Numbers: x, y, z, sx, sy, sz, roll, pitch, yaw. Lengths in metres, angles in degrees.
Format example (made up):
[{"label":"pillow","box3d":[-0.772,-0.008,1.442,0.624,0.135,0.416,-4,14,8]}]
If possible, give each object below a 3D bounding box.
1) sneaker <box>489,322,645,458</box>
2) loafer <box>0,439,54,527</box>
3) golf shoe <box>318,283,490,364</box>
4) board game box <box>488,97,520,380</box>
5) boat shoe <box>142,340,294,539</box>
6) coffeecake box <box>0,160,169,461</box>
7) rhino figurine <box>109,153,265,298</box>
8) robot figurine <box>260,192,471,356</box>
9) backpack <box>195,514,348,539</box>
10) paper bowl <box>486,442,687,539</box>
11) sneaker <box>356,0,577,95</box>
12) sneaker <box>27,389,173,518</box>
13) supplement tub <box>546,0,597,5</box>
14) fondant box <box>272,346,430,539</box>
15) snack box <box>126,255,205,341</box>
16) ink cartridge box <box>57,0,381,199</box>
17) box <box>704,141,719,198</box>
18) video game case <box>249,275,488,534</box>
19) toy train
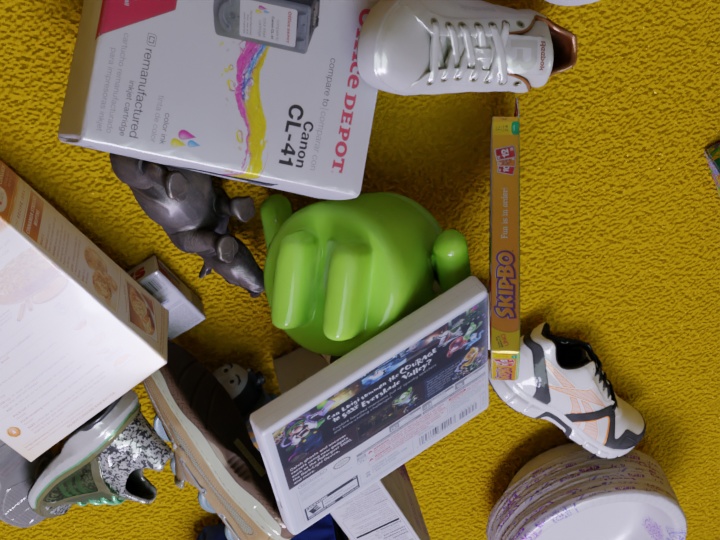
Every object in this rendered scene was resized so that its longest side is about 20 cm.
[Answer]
[{"label":"sneaker","box3d":[0.213,0.116,1.269,0.199,0.074,0.080,27,117,-34]},{"label":"loafer","box3d":[-0.317,0.162,1.171,0.072,0.063,0.201,-39,153,-15]},{"label":"golf shoe","box3d":[0.051,0.060,1.160,0.198,0.092,0.073,0,130,-18]},{"label":"board game box","box3d":[0.112,-0.024,1.027,0.030,0.202,0.096,3,164,7]},{"label":"boat shoe","box3d":[-0.132,0.155,1.115,0.076,0.201,0.072,-38,174,24]},{"label":"coffeecake box","box3d":[-0.272,0.033,1.036,0.153,0.073,0.200,-35,122,16]},{"label":"rhino figurine","box3d":[-0.124,-0.043,1.030,0.060,0.087,0.200,-53,137,-21]},{"label":"robot figurine","box3d":[0.000,0.000,1.034,0.174,0.200,0.117,9,101,22]},{"label":"backpack","box3d":[-0.080,0.345,1.303,0.166,0.201,0.163,-11,134,-6]},{"label":"paper bowl","box3d":[0.227,0.257,1.377,0.199,0.105,0.202,-8,132,-9]},{"label":"sneaker","box3d":[0.082,-0.159,0.924,0.199,0.084,0.074,-15,113,-47]},{"label":"sneaker","box3d":[-0.220,0.178,1.136,0.089,0.077,0.200,42,138,-1]},{"label":"supplement tub","box3d":[0.110,-0.279,0.837,0.145,0.146,0.200,-35,131,16]},{"label":"fondant box","box3d":[-0.003,0.177,1.213,0.058,0.145,0.201,-25,133,5]},{"label":"snack box","box3d":[-0.232,0.064,1.128,0.199,0.024,0.072,-31,133,12]},{"label":"ink cartridge box","box3d":[-0.090,-0.138,0.905,0.198,0.086,0.149,10,91,-22]},{"label":"box","box3d":[0.421,-0.044,1.097,0.191,0.201,0.122,-26,133,9]},{"label":"video game case","box3d":[0.015,0.108,1.026,0.199,0.023,0.182,-31,149,-14]},{"label":"toy train","box3d":[-0.107,0.167,1.224,0.113,0.085,0.201,-33,130,-4]}]
